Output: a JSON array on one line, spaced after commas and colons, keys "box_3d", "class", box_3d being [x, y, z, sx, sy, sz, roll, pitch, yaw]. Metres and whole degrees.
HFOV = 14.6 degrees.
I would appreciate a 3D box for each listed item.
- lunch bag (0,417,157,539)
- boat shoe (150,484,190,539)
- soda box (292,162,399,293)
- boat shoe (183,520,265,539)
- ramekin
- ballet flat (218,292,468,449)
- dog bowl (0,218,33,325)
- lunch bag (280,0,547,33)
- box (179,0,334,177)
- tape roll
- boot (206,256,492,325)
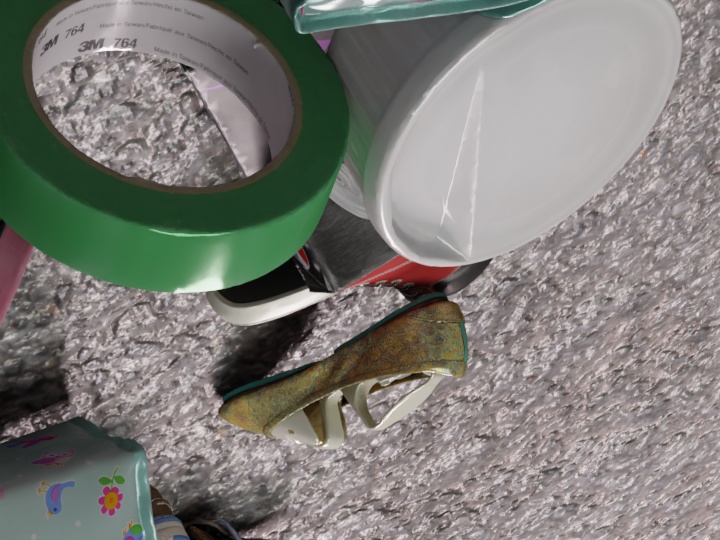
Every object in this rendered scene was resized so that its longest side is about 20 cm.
[{"box_3d": [-0.210, 0.215, 1.758, 0.170, 0.122, 0.201, -16, 106, -29], "class": "lunch bag"}, {"box_3d": [-0.216, 0.201, 1.879, 0.199, 0.073, 0.072, -21, 148, -18], "class": "boat shoe"}, {"box_3d": [0.043, -0.065, 1.681, 0.199, 0.071, 0.063, -32, -169, -13], "class": "soda box"}, {"box_3d": [-0.110, 0.218, 1.980, 0.199, 0.072, 0.073, -7, 140, -33], "class": "boat shoe"}, {"box_3d": [0.068, -0.106, 1.522, 0.202, 0.094, 0.203, -28, 147, -20], "class": "ramekin"}, {"box_3d": [-0.011, 0.080, 1.834, 0.199, 0.071, 0.071, -27, 154, 30], "class": "ballet flat"}, {"box_3d": [-0.236, 0.028, 1.493, 0.073, 0.201, 0.201, 26, 126, -11], "class": "dog bowl"}, {"box_3d": [0.034, -0.216, 1.402, 0.199, 0.171, 0.122, -9, 143, -28], "class": "lunch bag"}, {"box_3d": [-0.002, -0.137, 1.616, 0.199, 0.036, 0.143, -31, 149, -2], "class": "box"}, {"box_3d": [-0.106, -0.079, 1.450, 0.199, 0.201, 0.048, -10, 144, -29], "class": "tape roll"}, {"box_3d": [0.000, 0.000, 1.782, 0.199, 0.073, 0.145, -29, 150, -10], "class": "boot"}]
